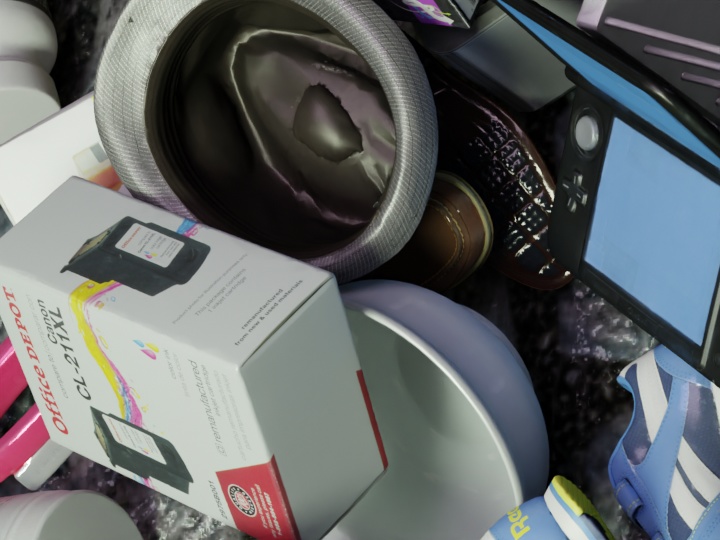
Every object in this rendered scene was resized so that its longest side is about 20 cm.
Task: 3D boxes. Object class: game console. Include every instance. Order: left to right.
[{"bbox_3d":[0.128,-0.047,1.319,0.200,0.116,0.177,42,128,52],"label":"game console"}]

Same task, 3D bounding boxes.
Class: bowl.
[{"bbox_3d":[0.034,0.080,1.430,0.200,0.090,0.202,26,135,30],"label":"bowl"}]

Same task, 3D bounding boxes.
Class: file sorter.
[{"bbox_3d":[0.229,-0.148,1.323,0.124,0.200,0.139,19,87,35],"label":"file sorter"}]

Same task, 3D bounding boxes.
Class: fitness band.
[{"bbox_3d":[-0.194,0.063,1.607,0.200,0.037,0.144,-47,26,4],"label":"fitness band"}]

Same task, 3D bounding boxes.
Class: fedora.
[{"bbox_3d":[-0.038,-0.086,1.404,0.199,0.090,0.178,31,108,15],"label":"fedora"}]

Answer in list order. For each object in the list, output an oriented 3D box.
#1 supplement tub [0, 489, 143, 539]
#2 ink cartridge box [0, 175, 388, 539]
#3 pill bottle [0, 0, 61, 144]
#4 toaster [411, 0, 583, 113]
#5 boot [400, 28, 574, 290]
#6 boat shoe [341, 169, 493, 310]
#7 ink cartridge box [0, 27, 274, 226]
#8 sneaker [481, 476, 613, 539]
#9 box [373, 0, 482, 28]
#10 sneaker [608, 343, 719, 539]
[{"bbox_3d":[-0.240,0.209,1.580,0.199,0.132,0.133,-12,69,32],"label":"supplement tub"},{"bbox_3d":[-0.096,0.050,1.388,0.199,0.146,0.083,20,51,37],"label":"ink cartridge box"},{"bbox_3d":[-0.269,-0.176,1.728,0.116,0.116,0.201,-32,60,23],"label":"pill bottle"},{"bbox_3d":[0.101,-0.209,1.481,0.200,0.118,0.182,-33,59,23],"label":"toaster"},{"bbox_3d":[0.063,-0.073,1.504,0.075,0.097,0.200,-42,85,12],"label":"boot"},{"bbox_3d":[0.000,0.000,1.477,0.200,0.067,0.072,-22,100,51],"label":"boat shoe"},{"bbox_3d":[-0.114,-0.085,1.537,0.199,0.145,0.084,-28,95,7],"label":"ink cartridge box"},{"bbox_3d":[0.122,0.210,1.320,0.082,0.074,0.201,-29,86,4],"label":"sneaker"},{"bbox_3d":[0.002,-0.209,1.431,0.199,0.036,0.144,9,65,38],"label":"box"},{"bbox_3d":[0.178,0.126,1.354,0.082,0.074,0.201,-14,59,27],"label":"sneaker"}]
